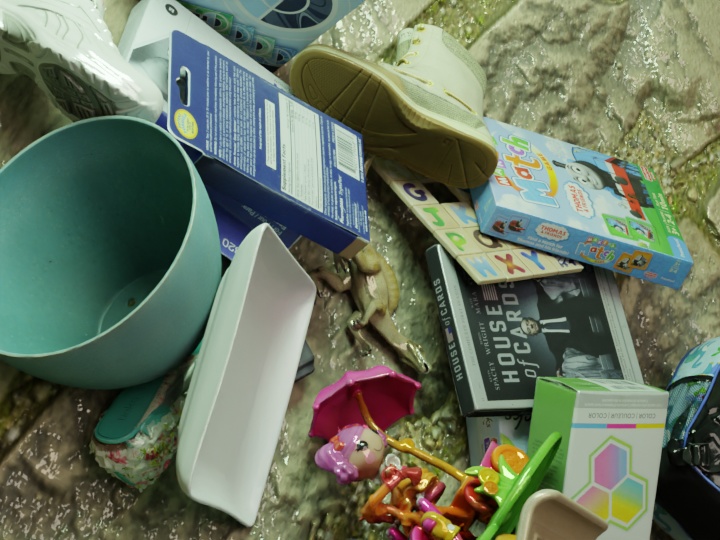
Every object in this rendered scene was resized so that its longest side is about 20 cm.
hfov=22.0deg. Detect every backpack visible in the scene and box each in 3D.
[{"bbox_3d":[0.343,0.160,1.693,0.183,0.147,0.201,43,56,-14],"label":"backpack"}]

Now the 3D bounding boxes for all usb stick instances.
[{"bbox_3d":[-0.099,0.002,1.502,0.055,0.033,0.201,-26,88,-41],"label":"usb stick"}]

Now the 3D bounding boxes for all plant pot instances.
[{"bbox_3d":[-0.181,0.007,1.359,0.135,0.199,0.201,53,41,-51],"label":"plant pot"}]

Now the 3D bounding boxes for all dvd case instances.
[{"bbox_3d":[0.154,0.051,1.607,0.199,0.025,0.151,2,66,-36],"label":"dvd case"}]

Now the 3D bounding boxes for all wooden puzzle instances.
[{"bbox_3d":[0.127,0.274,1.428,0.185,0.046,0.202,36,68,-63],"label":"wooden puzzle"}]

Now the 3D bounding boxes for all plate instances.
[{"bbox_3d":[-0.088,0.081,1.383,0.032,0.200,0.201,12,78,13],"label":"plate"}]

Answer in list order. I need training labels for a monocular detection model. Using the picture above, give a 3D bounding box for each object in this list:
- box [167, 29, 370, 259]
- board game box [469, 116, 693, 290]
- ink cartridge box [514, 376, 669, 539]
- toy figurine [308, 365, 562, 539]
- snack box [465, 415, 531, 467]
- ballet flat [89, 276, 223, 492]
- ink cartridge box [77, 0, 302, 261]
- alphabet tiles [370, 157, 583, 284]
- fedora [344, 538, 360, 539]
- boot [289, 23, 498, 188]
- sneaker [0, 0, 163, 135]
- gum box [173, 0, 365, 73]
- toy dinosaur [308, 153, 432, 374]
[{"bbox_3d":[-0.078,-0.100,1.462,0.199,0.032,0.122,29,40,-32],"label":"box"},{"bbox_3d":[0.190,-0.064,1.672,0.198,0.037,0.152,14,34,-19],"label":"board game box"},{"bbox_3d":[0.191,0.193,1.558,0.103,0.059,0.202,4,97,-33],"label":"ink cartridge box"},{"bbox_3d":[0.035,0.159,1.462,0.183,0.151,0.200,31,38,12],"label":"toy figurine"},{"bbox_3d":[0.159,0.109,1.638,0.141,0.053,0.202,8,67,-32],"label":"snack box"},{"bbox_3d":[-0.139,0.088,1.428,0.200,0.075,0.064,-52,135,-34],"label":"ballet flat"},{"bbox_3d":[-0.117,-0.110,1.492,0.199,0.041,0.201,36,37,-21],"label":"ink cartridge box"},{"bbox_3d":[0.125,-0.052,1.647,0.199,0.008,0.167,-7,45,-42],"label":"alphabet tiles"},{"bbox_3d":[0.008,0.309,1.400,0.201,0.091,0.201,55,12,-19],"label":"fedora"},{"bbox_3d":[0.029,-0.167,1.620,0.199,0.072,0.155,26,35,-18],"label":"boot"},{"bbox_3d":[-0.216,-0.179,1.401,0.199,0.078,0.099,33,60,20],"label":"sneaker"},{"bbox_3d":[-0.085,-0.255,1.507,0.169,0.200,0.045,28,57,-25],"label":"gum box"},{"bbox_3d":[0.000,0.000,1.576,0.101,0.058,0.202,-10,83,-54],"label":"toy dinosaur"}]
